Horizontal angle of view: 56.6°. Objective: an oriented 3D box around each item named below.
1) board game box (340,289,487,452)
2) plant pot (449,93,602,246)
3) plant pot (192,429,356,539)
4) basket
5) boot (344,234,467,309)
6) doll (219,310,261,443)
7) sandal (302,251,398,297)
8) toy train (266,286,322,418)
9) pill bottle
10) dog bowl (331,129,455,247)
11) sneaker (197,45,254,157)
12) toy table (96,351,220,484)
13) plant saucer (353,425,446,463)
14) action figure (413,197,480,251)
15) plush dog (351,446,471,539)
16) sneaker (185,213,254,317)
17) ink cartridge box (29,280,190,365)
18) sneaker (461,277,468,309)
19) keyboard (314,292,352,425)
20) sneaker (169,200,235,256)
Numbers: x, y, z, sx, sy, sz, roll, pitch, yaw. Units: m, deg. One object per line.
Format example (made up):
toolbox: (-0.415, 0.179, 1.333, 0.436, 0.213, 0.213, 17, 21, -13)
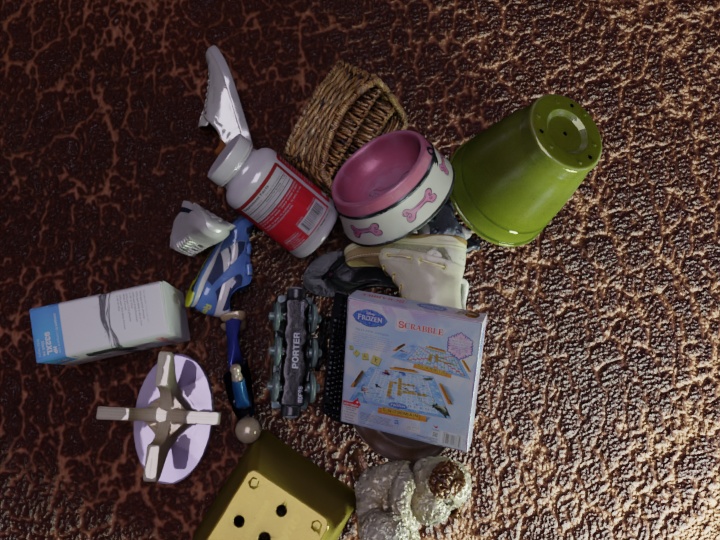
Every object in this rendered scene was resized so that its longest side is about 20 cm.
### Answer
board game box: (0.073, 0.144, 0.969, 0.197, 0.041, 0.202, 10, 108, 18)
plant pot: (0.266, -0.169, 1.048, 0.198, 0.193, 0.203, 8, 66, -19)
plant pot: (-0.131, 0.375, 0.980, 0.199, 0.177, 0.201, 32, 80, 6)
basket: (-0.018, -0.225, 1.111, 0.148, 0.143, 0.201, 30, 80, 5)
boot: (0.064, 0.027, 1.028, 0.197, 0.072, 0.157, -2, 77, 19)
doll: (-0.189, 0.168, 1.043, 0.048, 0.137, 0.202, -6, 67, -12)
sandal: (0.001, -0.001, 1.117, 0.197, 0.048, 0.076, -6, 79, -3)
toy train: (-0.109, 0.129, 1.058, 0.084, 0.114, 0.203, 3, 81, -14)
pill bottle: (-0.140, -0.120, 1.068, 0.199, 0.112, 0.113, 39, 80, -22)
dog bowl: (0.041, -0.135, 1.031, 0.200, 0.200, 0.074, -43, 125, -8)
sneaker: (-0.250, -0.290, 1.154, 0.084, 0.073, 0.202, -17, 81, -7)
toy table: (-0.298, 0.228, 1.035, 0.181, 0.117, 0.203, -8, 79, -3)
plant saucer: (0.065, 0.201, 1.045, 0.198, 0.032, 0.203, 7, 104, 29)
action figure: (0.103, -0.088, 1.107, 0.197, 0.105, 0.196, -8, 66, -10)
plush dog: (0.081, 0.328, 0.991, 0.169, 0.201, 0.162, -14, 62, 4)
sneaker: (-0.212, -0.013, 1.105, 0.082, 0.074, 0.202, 30, 72, -15)
ink cartridge box: (-0.383, 0.086, 1.045, 0.197, 0.145, 0.085, -12, 80, -3)
sneaker: (0.119, 0.101, 1.072, 0.076, 0.080, 0.202, 20, 81, -11)
keyboard: (-0.042, 0.138, 1.062, 0.103, 0.039, 0.203, 9, 93, 43)
sneaker: (-0.257, -0.058, 1.058, 0.076, 0.200, 0.081, 34, 82, -22)
